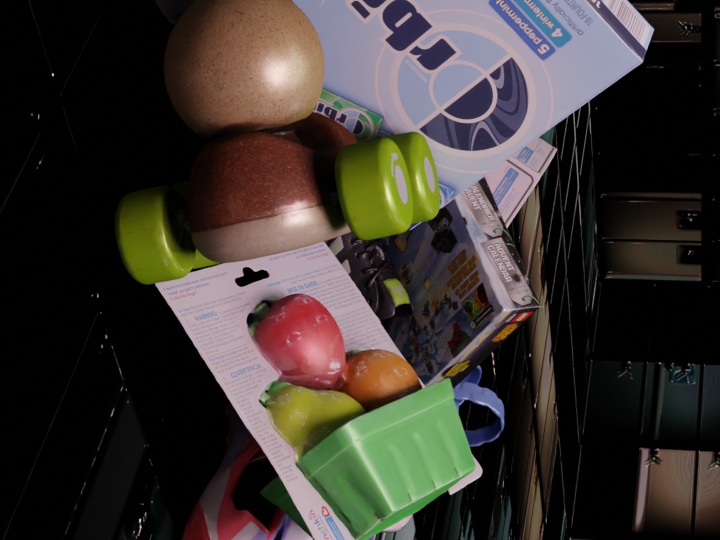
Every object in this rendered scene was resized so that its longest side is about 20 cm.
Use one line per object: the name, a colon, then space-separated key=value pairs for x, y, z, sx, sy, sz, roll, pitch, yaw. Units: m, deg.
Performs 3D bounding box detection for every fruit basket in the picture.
fruit basket: x=-0.026 y=0.077 z=1.072 sx=0.094 sy=0.200 sz=0.185 roll=-48 pitch=164 yaw=31

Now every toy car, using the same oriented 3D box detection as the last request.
toy car: x=-0.060 y=-0.109 z=0.977 sx=0.158 sy=0.163 sz=0.201 roll=-27 pitch=106 yaw=-75

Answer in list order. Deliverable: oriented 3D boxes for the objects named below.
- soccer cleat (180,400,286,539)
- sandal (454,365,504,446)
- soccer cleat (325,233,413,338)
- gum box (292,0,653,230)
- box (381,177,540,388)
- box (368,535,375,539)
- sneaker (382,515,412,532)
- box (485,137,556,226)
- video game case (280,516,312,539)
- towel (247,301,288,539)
soccer cleat: x=-0.060 y=0.120 z=1.114 sx=0.067 sy=0.076 sz=0.200 roll=40 pitch=40 yaw=-15
sandal: x=0.044 y=0.134 z=1.363 sx=0.200 sy=0.087 sz=0.080 roll=-38 pitch=148 yaw=-29
soccer cleat: x=0.000 y=0.000 z=1.257 sx=0.067 sy=0.081 sz=0.201 roll=-7 pitch=95 yaw=-52
gum box: x=0.043 y=-0.141 z=1.002 sx=0.170 sy=0.200 sz=0.045 roll=44 pitch=37 yaw=-13
box: x=0.046 y=0.019 z=1.272 sx=0.200 sy=0.040 sz=0.138 roll=-48 pitch=-123 yaw=47
box: x=-0.021 y=0.218 z=1.155 sx=0.200 sy=0.039 sz=0.137 roll=-70 pitch=177 yaw=-51
sneaker: x=0.021 y=0.126 z=1.458 sx=0.203 sy=0.076 sz=0.147 roll=-78 pitch=176 yaw=-69
box: x=0.052 y=-0.116 z=1.326 sx=0.060 sy=0.199 sz=0.117 roll=-57 pitch=176 yaw=20
video game case: x=-0.043 y=0.187 z=1.179 sx=0.182 sy=0.023 sz=0.201 roll=105 pitch=3 yaw=-58
towel: x=-0.054 y=0.106 z=1.283 sx=0.145 sy=0.024 sz=0.201 roll=-53 pitch=143 yaw=-66
